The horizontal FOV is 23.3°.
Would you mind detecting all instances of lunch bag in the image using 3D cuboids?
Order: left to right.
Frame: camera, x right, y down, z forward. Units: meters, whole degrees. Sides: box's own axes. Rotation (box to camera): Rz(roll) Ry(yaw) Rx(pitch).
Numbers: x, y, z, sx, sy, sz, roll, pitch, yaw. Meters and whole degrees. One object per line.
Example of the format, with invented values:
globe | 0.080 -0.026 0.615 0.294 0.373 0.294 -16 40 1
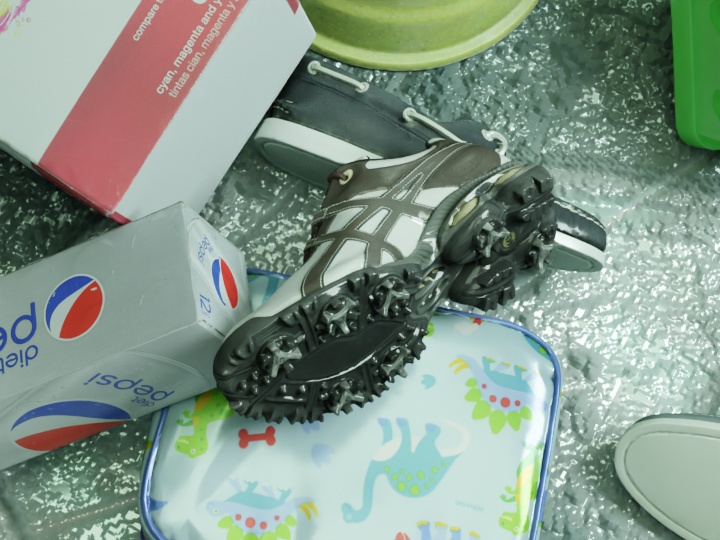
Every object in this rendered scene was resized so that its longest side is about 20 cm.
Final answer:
lunch bag | -0.007 0.094 0.870 0.199 0.083 0.162 12 70 0

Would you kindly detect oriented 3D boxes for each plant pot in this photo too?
plant pot | 0.025 -0.236 0.930 0.199 0.184 0.202 1 71 -3

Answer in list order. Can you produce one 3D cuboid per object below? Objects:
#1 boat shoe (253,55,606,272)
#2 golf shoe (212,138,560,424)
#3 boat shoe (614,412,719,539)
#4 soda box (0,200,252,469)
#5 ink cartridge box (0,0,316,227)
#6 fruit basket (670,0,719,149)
boat shoe | 0.044 -0.058 0.929 0.199 0.076 0.061 23 77 3
golf shoe | 0.000 0.000 0.831 0.199 0.078 0.094 -29 47 -29
boat shoe | 0.230 0.111 0.905 0.199 0.073 0.062 13 27 7
soda box | -0.150 0.042 0.838 0.199 0.063 0.069 -22 58 17
ink cartridge box | -0.149 -0.128 0.872 0.199 0.145 0.145 33 89 8
fruit basket | 0.260 -0.163 0.968 0.214 0.156 0.216 -7 30 4
